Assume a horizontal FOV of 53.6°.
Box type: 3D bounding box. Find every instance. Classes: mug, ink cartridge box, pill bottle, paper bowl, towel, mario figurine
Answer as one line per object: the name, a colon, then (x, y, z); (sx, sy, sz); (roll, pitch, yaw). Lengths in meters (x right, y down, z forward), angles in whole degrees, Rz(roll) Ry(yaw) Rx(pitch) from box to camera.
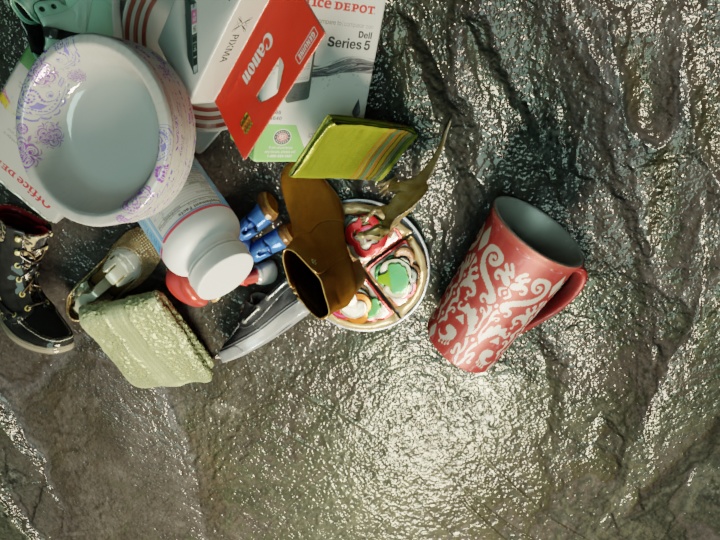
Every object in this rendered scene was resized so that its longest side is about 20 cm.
mug: (0.197, 0.036, 0.934); (0.175, 0.134, 0.202); (29, 119, -4)
ink cartridge box: (-0.394, -0.188, 0.934); (0.145, 0.088, 0.200); (40, 112, -11)
ink cartridge box: (-0.064, -0.238, 0.830); (0.142, 0.084, 0.205); (-6, 121, -31)
pill bottle: (-0.221, -0.067, 0.907); (0.109, 0.108, 0.201); (-47, 69, 25)
paper bowl: (-0.279, -0.157, 0.813); (0.195, 0.104, 0.207); (2, 98, 16)
ink cartridge box: (-0.136, -0.248, 0.759); (0.200, 0.043, 0.176); (-45, 67, 43)
towel: (-0.313, 0.111, 1.060); (0.144, 0.037, 0.203); (-11, 135, 10)
towel: (-0.003, -0.140, 0.849); (0.018, 0.198, 0.087); (46, 116, 19)
mario figurine: (-0.188, -0.029, 1.001); (0.197, 0.106, 0.126); (-31, 72, 10)

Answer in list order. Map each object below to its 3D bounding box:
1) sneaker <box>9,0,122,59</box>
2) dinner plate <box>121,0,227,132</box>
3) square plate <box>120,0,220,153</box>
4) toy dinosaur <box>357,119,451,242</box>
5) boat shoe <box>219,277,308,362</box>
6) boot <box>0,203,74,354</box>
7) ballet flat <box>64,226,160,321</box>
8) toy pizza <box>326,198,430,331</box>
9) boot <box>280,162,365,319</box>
sneaker: (-0.341, -0.337, 0.818); (0.072, 0.117, 0.207); (3, 101, 38)
dinner plate: (-0.195, -0.272, 0.869); (0.194, 0.024, 0.206); (3, 115, 7)
square plate: (-0.209, -0.286, 0.894); (0.199, 0.029, 0.198); (-39, 104, 22)
toy dinosaur: (0.059, -0.094, 0.907); (0.058, 0.201, 0.100); (44, 156, -16)
boat shoe: (-0.142, 0.066, 1.029); (0.198, 0.071, 0.069); (-35, 83, 33)
boot: (-0.474, 0.012, 1.024); (0.198, 0.072, 0.154); (34, 116, 27)
ballet flat: (-0.360, 0.013, 1.036); (0.070, 0.066, 0.199); (43, 113, -13)
toy pizza: (0.000, 0.000, 0.997); (0.194, 0.032, 0.206); (3, 115, 7)
boot: (-0.066, -0.045, 0.901); (0.070, 0.144, 0.205); (-30, 89, 23)
